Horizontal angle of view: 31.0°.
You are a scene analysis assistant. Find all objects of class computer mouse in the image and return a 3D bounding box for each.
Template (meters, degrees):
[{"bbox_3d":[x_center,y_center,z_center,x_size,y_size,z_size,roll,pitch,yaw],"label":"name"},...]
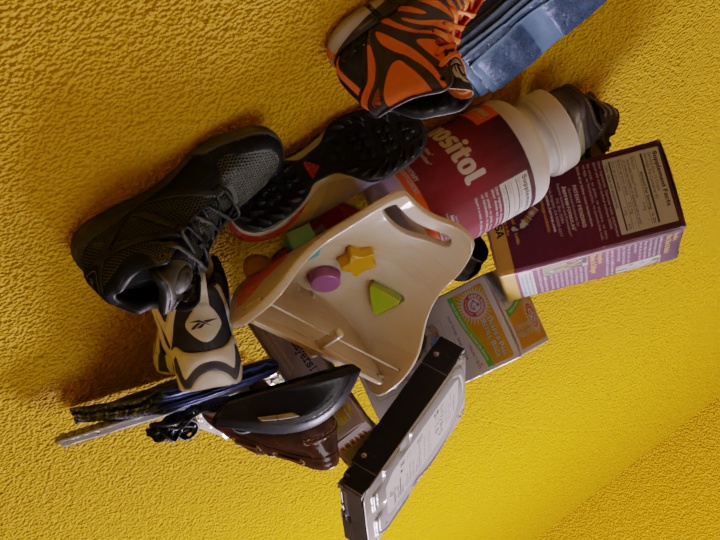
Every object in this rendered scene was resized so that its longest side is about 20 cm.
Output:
[{"bbox_3d":[-0.092,0.131,1.190,0.198,0.047,0.140,-16,178,-3],"label":"computer mouse"}]

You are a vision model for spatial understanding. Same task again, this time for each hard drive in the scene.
[{"bbox_3d":[0.048,0.184,1.367,0.200,0.038,0.140,-51,156,-27],"label":"hard drive"}]

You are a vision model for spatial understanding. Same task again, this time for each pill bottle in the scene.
[{"bbox_3d":[0.111,-0.095,1.270,0.199,0.113,0.113,-30,156,-13],"label":"pill bottle"}]

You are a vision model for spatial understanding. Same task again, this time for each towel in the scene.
[{"bbox_3d":[-0.186,0.117,1.281,0.144,0.024,0.199,-16,-178,-37],"label":"towel"},{"bbox_3d":[0.163,-0.235,1.159,0.199,0.049,0.112,-40,156,9],"label":"towel"}]

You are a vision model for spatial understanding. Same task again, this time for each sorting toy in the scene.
[{"bbox_3d":[0.005,0.001,1.183,0.179,0.108,0.199,-37,136,25],"label":"sorting toy"}]

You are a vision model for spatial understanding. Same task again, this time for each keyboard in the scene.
[{"bbox_3d":[-0.203,0.138,1.278,0.198,0.011,0.056,-16,-173,-12],"label":"keyboard"}]

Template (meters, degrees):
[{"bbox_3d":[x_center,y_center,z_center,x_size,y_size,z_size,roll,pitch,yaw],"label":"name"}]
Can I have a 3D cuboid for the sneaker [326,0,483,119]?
[{"bbox_3d":[0.076,-0.195,1.042,0.200,0.113,0.077,-40,156,12],"label":"sneaker"}]

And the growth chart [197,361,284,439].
[{"bbox_3d":[-0.133,0.155,1.533,0.144,0.018,0.200,-40,156,8],"label":"growth chart"}]

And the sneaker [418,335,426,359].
[{"bbox_3d":[0.024,0.067,1.373,0.079,0.074,0.200,-41,162,0],"label":"sneaker"}]

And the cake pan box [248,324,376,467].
[{"bbox_3d":[-0.041,0.129,1.399,0.052,0.185,0.200,-34,155,-1],"label":"cake pan box"}]

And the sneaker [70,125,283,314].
[{"bbox_3d":[-0.133,-0.033,1.062,0.198,0.114,0.077,-33,140,-8],"label":"sneaker"}]

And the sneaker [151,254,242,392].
[{"bbox_3d":[-0.160,0.032,1.206,0.078,0.131,0.199,-7,-173,-9],"label":"sneaker"}]

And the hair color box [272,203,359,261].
[{"bbox_3d":[0.000,0.000,1.365,0.101,0.062,0.200,-40,154,15],"label":"hair color box"}]

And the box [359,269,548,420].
[{"bbox_3d":[0.102,0.083,1.511,0.199,0.102,0.112,-28,175,27],"label":"box"}]

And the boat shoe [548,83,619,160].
[{"bbox_3d":[0.231,-0.158,1.378,0.073,0.075,0.200,-44,165,-3],"label":"boat shoe"}]

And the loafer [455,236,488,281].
[{"bbox_3d":[0.096,-0.042,1.395,0.071,0.073,0.199,-42,156,16],"label":"loafer"}]

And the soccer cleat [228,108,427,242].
[{"bbox_3d":[-0.032,-0.086,1.176,0.199,0.069,0.073,-29,172,-12],"label":"soccer cleat"}]

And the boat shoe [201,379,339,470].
[{"bbox_3d":[-0.095,0.155,1.287,0.070,0.199,0.071,-30,112,-31],"label":"boat shoe"}]

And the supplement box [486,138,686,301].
[{"bbox_3d":[0.235,-0.050,1.384,0.198,0.104,0.131,-14,164,6],"label":"supplement box"}]
